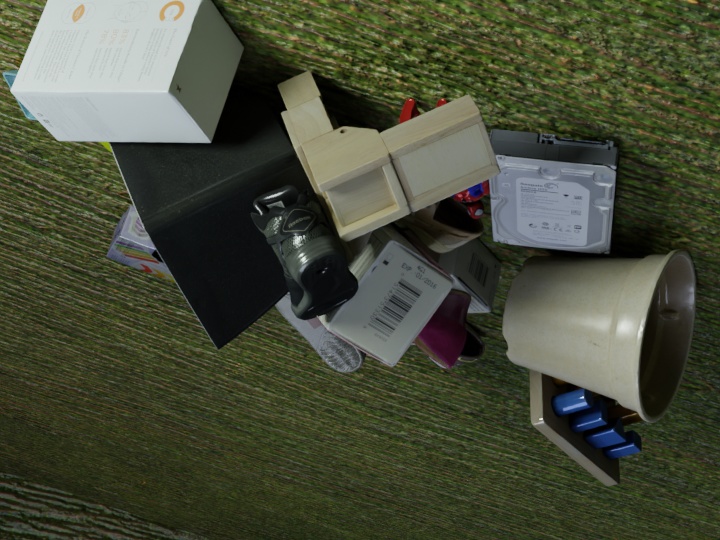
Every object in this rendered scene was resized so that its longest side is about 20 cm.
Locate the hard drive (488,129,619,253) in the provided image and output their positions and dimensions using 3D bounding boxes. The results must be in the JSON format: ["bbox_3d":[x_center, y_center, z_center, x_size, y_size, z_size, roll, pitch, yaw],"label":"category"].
[{"bbox_3d":[0.212,-0.083,1.654,0.139,0.038,0.200,7,153,10],"label":"hard drive"}]

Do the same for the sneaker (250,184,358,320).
[{"bbox_3d":[-0.057,-0.021,1.568,0.076,0.115,0.200,-24,159,-4],"label":"sneaker"}]

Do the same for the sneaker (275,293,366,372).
[{"bbox_3d":[-0.052,0.030,1.972,0.075,0.106,0.200,-20,115,27],"label":"sneaker"}]

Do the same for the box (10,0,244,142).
[{"bbox_3d":[-0.243,-0.211,1.570,0.199,0.125,0.098,4,153,27],"label":"box"}]

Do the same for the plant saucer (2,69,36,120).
[{"bbox_3d":[-0.319,-0.194,1.707,0.199,0.019,0.070,11,140,33],"label":"plant saucer"}]

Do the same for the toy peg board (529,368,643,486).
[{"bbox_3d":[0.304,0.136,1.901,0.098,0.200,0.200,-21,139,30],"label":"toy peg board"}]

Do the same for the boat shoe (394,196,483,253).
[{"bbox_3d":[0.063,-0.087,1.720,0.064,0.072,0.200,-18,146,38],"label":"boat shoe"}]

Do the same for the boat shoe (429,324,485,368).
[{"bbox_3d":[0.096,0.077,2.037,0.059,0.072,0.200,-11,148,35],"label":"boat shoe"}]

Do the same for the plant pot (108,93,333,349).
[{"bbox_3d":[-0.141,-0.073,1.641,0.177,0.200,0.200,-27,132,-2],"label":"plant pot"}]

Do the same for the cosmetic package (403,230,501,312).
[{"bbox_3d":[0.065,0.004,1.896,0.199,0.071,0.105,-4,149,37],"label":"cosmetic package"}]

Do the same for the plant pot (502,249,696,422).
[{"bbox_3d":[0.274,0.060,1.756,0.183,0.201,0.201,11,156,28],"label":"plant pot"}]

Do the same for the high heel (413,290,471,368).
[{"bbox_3d":[0.038,0.069,1.846,0.199,0.096,0.067,6,153,21],"label":"high heel"}]

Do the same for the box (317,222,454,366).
[{"bbox_3d":[0.000,0.000,1.753,0.109,0.128,0.200,32,-171,-32],"label":"box"}]

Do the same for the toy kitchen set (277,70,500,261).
[{"bbox_3d":[0.035,-0.116,1.572,0.180,0.200,0.163,-24,129,1],"label":"toy kitchen set"}]

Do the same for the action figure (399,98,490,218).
[{"bbox_3d":[0.101,-0.115,1.657,0.065,0.052,0.200,-2,152,24],"label":"action figure"}]

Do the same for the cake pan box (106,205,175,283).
[{"bbox_3d":[-0.241,-0.021,2.018,0.184,0.053,0.200,20,168,-13],"label":"cake pan box"}]

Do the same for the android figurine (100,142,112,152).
[{"bbox_3d":[-0.241,-0.175,1.746,0.182,0.041,0.200,26,153,-22],"label":"android figurine"}]
